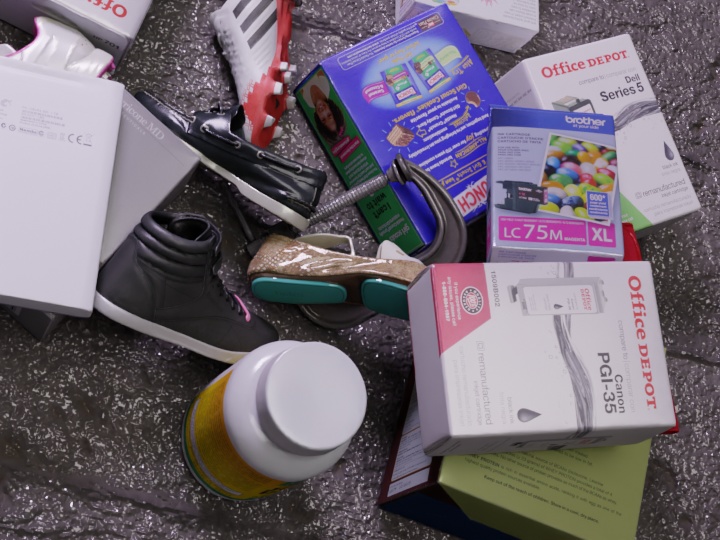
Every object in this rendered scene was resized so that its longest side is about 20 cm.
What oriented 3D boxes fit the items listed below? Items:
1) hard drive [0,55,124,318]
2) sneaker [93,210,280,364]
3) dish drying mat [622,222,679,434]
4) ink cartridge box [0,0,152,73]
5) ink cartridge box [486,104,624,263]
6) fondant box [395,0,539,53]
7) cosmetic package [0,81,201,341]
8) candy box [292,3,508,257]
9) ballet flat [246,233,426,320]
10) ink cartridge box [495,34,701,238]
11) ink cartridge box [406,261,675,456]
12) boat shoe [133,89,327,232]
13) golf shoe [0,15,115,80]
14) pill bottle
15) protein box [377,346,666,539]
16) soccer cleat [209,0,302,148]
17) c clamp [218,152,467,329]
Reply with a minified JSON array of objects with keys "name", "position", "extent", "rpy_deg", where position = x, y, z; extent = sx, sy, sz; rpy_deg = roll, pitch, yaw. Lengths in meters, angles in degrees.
[{"name":"hard drive","position":[-0.268,-0.070,1.086],"extent":[0.131,0.025,0.202],"rpy_deg":[11,68,-17]},{"name":"sneaker","position":[-0.126,0.013,1.145],"extent":[0.199,0.071,0.100],"rpy_deg":[21,107,-41]},{"name":"dish drying mat","position":[0.237,0.049,1.216],"extent":[0.076,0.018,0.202],"rpy_deg":[0,69,-24]},{"name":"ink cartridge box","position":[-0.244,-0.304,1.227],"extent":[0.146,0.086,0.201],"rpy_deg":[26,67,-15]},{"name":"ink cartridge box","position":[0.176,-0.086,1.240],"extent":[0.118,0.042,0.201],"rpy_deg":[4,51,0]},{"name":"fondant box","position":[0.112,-0.342,1.414],"extent":[0.143,0.058,0.202],"rpy_deg":[9,70,-21]},{"name":"cosmetic package","position":[-0.240,-0.051,1.151],"extent":[0.107,0.090,0.200],"rpy_deg":[40,66,-5]},{"name":"candy box","position":[0.059,-0.133,1.314],"extent":[0.168,0.077,0.201],"rpy_deg":[-29,86,-29]},{"name":"ballet flat","position":[0.000,0.000,1.196],"extent":[0.198,0.071,0.066],"rpy_deg":[10,61,1]},{"name":"ink cartridge box","position":[0.237,-0.126,1.386],"extent":[0.144,0.084,0.202],"rpy_deg":[-17,82,-27]},{"name":"ink cartridge box","position":[0.148,0.070,1.122],"extent":[0.198,0.083,0.148],"rpy_deg":[-1,73,-15]},{"name":"boat shoe","position":[-0.115,-0.115,1.208],"extent":[0.199,0.074,0.066],"rpy_deg":[34,90,12]},{"name":"golf shoe","position":[-0.301,-0.134,1.151],"extent":[0.091,0.075,0.200],"rpy_deg":[43,65,-7]},{"name":"pill bottle","position":[-0.070,0.121,1.106],"extent":[0.112,0.200,0.114],"rpy_deg":[7,71,-22]},{"name":"protein box","position":[0.148,0.142,1.233],"extent":[0.197,0.135,0.202],"rpy_deg":[23,65,-16]},{"name":"soccer cleat","position":[-0.104,-0.210,1.277],"extent":[0.084,0.069,0.202],"rpy_deg":[5,84,11]},{"name":"c clamp","position":[-0.009,-0.040,1.234],"extent":[0.198,0.027,0.172],"rpy_deg":[-22,90,4]}]
